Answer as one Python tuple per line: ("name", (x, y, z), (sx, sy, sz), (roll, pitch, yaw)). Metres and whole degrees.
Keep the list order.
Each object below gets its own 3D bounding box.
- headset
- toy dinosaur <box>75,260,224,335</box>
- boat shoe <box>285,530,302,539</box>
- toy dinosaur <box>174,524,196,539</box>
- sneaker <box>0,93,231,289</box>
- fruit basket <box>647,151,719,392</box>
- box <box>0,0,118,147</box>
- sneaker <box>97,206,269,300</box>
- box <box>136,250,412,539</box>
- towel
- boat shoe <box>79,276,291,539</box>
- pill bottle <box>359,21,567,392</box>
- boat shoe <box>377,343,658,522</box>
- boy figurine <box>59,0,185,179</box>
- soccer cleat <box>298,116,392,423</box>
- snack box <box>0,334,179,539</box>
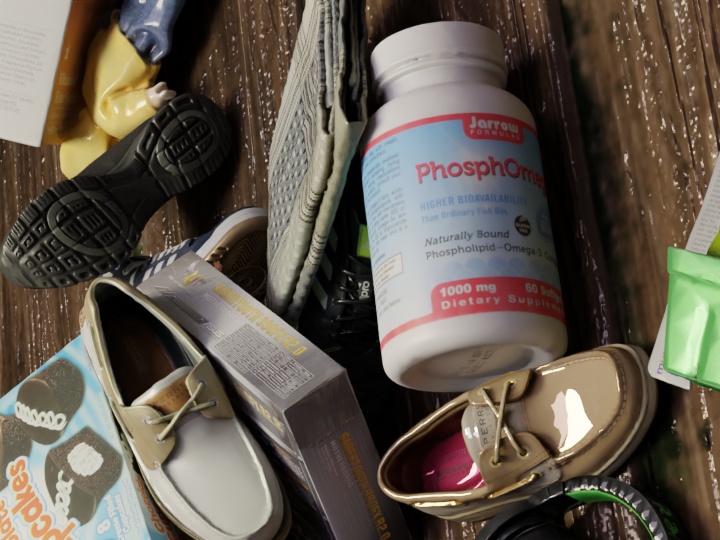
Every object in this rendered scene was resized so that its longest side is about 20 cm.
("headset", (0.104, 0.195, 1.093), (0.199, 0.094, 0.124), (-29, 55, 29))
("toy dinosaur", (-0.144, 0.110, 1.386), (0.199, 0.182, 0.106), (-22, 52, 11))
("boat shoe", (-0.107, 0.202, 1.355), (0.199, 0.067, 0.072), (-5, 79, 52))
("toy dinosaur", (-0.106, 0.162, 1.260), (0.199, 0.086, 0.137), (-2, 66, 40))
("sneaker", (-0.183, -0.050, 1.446), (0.076, 0.200, 0.091), (57, 158, -9))
("fruit basket", (0.236, -0.022, 0.949), (0.185, 0.093, 0.201), (16, 81, 53))
("box", (-0.262, -0.207, 1.556), (0.152, 0.106, 0.202), (-39, -37, -81))
("sneaker", (-0.130, 0.000, 1.426), (0.200, 0.070, 0.109), (-55, 46, 35))
("box", (-0.055, 0.094, 1.249), (0.200, 0.048, 0.159), (34, 151, 51))
("towel", (-0.033, -0.086, 1.254), (0.193, 0.034, 0.201), (-89, 14, -46))
("boat shoe", (-0.114, 0.088, 1.195), (0.200, 0.075, 0.069), (49, 166, 25))
("pill bottle", (0.056, -0.038, 1.153), (0.109, 0.108, 0.202), (-28, 62, 47))
("boat shoe", (0.084, 0.096, 1.120), (0.200, 0.069, 0.074), (-36, 55, 44))
("boy figurine", (-0.175, -0.150, 1.522), (0.124, 0.064, 0.201), (48, 121, 48))
("soccer cleat", (0.000, 0.000, 1.243), (0.081, 0.067, 0.202), (155, 122, -83))
("snack box", (-0.182, 0.151, 1.243), (0.116, 0.037, 0.201), (-37, 51, 16))
